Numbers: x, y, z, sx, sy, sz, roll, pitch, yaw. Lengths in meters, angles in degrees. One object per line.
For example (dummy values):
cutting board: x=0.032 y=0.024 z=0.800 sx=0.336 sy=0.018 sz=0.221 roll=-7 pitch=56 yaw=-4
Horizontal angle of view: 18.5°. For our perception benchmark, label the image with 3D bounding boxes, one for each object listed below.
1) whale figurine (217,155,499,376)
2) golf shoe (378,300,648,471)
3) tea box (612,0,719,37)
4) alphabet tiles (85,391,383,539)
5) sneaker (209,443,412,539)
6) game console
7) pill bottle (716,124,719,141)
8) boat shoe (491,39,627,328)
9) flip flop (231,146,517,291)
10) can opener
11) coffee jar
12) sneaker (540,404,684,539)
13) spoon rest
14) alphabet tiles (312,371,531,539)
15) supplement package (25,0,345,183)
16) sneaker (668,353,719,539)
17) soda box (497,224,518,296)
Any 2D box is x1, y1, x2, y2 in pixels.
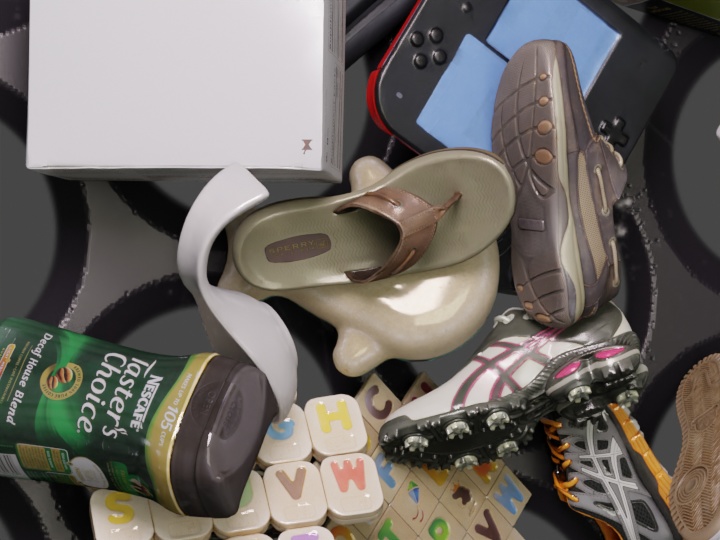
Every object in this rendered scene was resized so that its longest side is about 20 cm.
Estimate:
whale figurine: x=0.000 y=0.000 z=1.574 sx=0.198 sy=0.104 sz=0.160 roll=2 pitch=77 yaw=4
golf shoe: x=0.102 y=0.080 z=1.570 sx=0.199 sy=0.077 sz=0.088 roll=-19 pitch=58 yaw=-2
tea box: x=0.309 y=-0.247 z=1.618 sx=0.196 sy=0.200 sz=0.135 roll=15 pitch=85 yaw=-18
alphabet tiles: x=-0.088 y=0.139 z=1.505 sx=0.199 sy=0.015 sz=0.196 roll=-7 pitch=53 yaw=-11
sneaker: x=-0.046 y=0.161 z=1.554 sx=0.199 sy=0.075 sz=0.071 roll=-15 pitch=93 yaw=-18
game console: x=0.115 y=-0.132 z=1.556 sx=0.200 sy=0.031 sz=0.177 roll=35 pitch=83 yaw=-23
pill bottle: x=0.364 y=-0.048 z=1.679 sx=0.114 sy=0.114 sz=0.201 roll=-37 pitch=100 yaw=-16
boat shoe: x=0.141 y=-0.063 z=1.530 sx=0.073 sy=0.074 sz=0.201 roll=-15 pitch=108 yaw=-34
flip flop: x=0.010 y=-0.026 z=1.482 sx=0.199 sy=0.058 sz=0.082 roll=-12 pitch=107 yaw=4
can opener: x=-0.025 y=-0.158 z=1.585 sx=0.063 sy=0.079 sz=0.200 roll=31 pitch=72 yaw=24
coffee jar: x=-0.159 y=0.097 z=1.456 sx=0.199 sy=0.086 sz=0.105 roll=9 pitch=56 yaw=18
sneaker: x=0.172 y=0.138 z=1.631 sx=0.077 sy=0.078 sz=0.200 roll=-36 pitch=98 yaw=-5
spoon rest: x=-0.084 y=0.023 z=1.461 sx=0.060 sy=0.099 sz=0.201 roll=-27 pitch=136 yaw=-22
alphabet tiles: x=0.048 y=0.178 z=1.583 sx=0.200 sy=0.006 sz=0.167 roll=48 pitch=54 yaw=-20
supplement package: x=-0.114 y=-0.140 z=1.481 sx=0.198 sy=0.111 sz=0.157 roll=1 pitch=88 yaw=6
sneaker: x=0.287 y=0.157 z=1.625 sx=0.071 sy=0.200 sz=0.112 roll=-36 pitch=112 yaw=29
soda box: x=0.142 y=-0.080 z=1.629 sx=0.070 sy=0.063 sz=0.202 roll=9 pitch=85 yaw=-17
